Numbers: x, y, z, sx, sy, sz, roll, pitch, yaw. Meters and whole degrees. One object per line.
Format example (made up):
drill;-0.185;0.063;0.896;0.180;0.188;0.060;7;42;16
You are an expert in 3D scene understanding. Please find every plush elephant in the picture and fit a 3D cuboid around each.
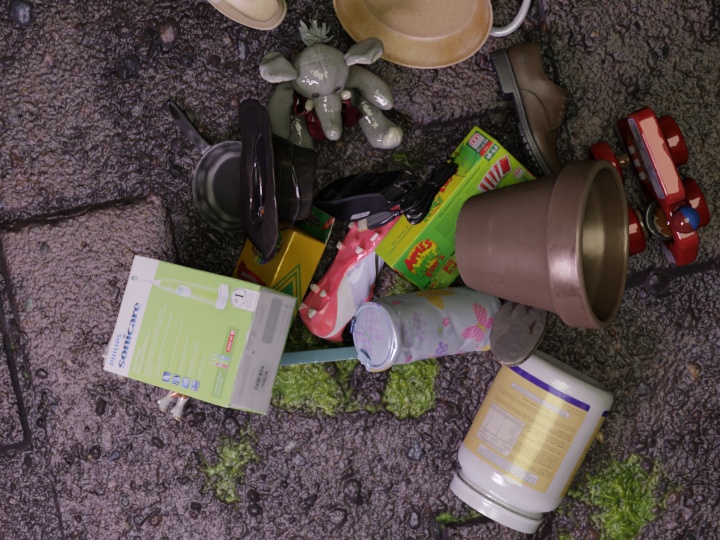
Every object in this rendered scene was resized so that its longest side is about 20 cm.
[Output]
plush elephant;-0.042;-0.216;1.697;0.164;0.155;0.201;-14;95;2

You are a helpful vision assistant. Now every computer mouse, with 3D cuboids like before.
computer mouse;0.020;-0.075;1.696;0.199;0.141;0.046;-9;118;33

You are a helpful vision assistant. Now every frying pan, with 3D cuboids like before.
frying pan;-0.190;-0.125;1.770;0.189;0.031;0.115;32;105;19

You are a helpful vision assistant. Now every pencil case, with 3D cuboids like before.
pencil case;0.086;0.071;1.708;0.199;0.083;0.091;-9;114;-37

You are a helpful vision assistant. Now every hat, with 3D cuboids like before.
hat;-0.092;-0.113;1.655;0.080;0.200;0.202;-6;95;-16

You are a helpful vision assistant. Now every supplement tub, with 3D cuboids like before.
supplement tub;0.210;0.210;1.735;0.145;0.145;0.201;27;95;-1

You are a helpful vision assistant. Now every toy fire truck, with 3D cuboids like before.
toy fire truck;0.362;-0.100;1.694;0.112;0.168;0.201;-21;94;3

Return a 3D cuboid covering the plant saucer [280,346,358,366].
plant saucer;-0.034;0.107;1.769;0.199;0.070;0.019;-4;88;2

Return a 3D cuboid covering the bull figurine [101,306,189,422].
bull figurine;-0.233;0.115;1.770;0.200;0.065;0.122;37;84;4

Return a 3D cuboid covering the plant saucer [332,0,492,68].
plant saucer;0.066;-0.331;1.695;0.199;0.201;0.036;16;55;0

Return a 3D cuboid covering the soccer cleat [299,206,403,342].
soccer cleat;0.000;0.000;1.770;0.076;0.067;0.200;39;86;-39

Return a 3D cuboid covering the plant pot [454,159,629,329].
plant pot;0.210;-0.031;1.649;0.174;0.200;0.202;0;95;26

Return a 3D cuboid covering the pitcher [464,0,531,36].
pitcher;0.187;-0.402;1.708;0.200;0.121;0.172;-40;114;14

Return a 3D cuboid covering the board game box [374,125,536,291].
board game box;0.119;-0.070;1.736;0.200;0.048;0.101;-51;132;4

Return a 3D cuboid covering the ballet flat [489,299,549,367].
ballet flat;0.205;0.039;1.727;0.067;0.046;0.201;9;57;11

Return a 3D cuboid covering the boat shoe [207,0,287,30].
boat shoe;-0.179;-0.373;1.732;0.200;0.065;0.072;40;94;-2

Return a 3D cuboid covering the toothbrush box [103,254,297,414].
toothbrush box;-0.192;0.075;1.656;0.199;0.086;0.147;12;85;32

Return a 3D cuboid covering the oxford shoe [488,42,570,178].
oxford shoe;0.231;-0.191;1.737;0.084;0.073;0.201;-19;94;1

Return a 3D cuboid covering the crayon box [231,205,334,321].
crayon box;-0.111;0.006;1.731;0.051;0.127;0.201;21;94;-27
